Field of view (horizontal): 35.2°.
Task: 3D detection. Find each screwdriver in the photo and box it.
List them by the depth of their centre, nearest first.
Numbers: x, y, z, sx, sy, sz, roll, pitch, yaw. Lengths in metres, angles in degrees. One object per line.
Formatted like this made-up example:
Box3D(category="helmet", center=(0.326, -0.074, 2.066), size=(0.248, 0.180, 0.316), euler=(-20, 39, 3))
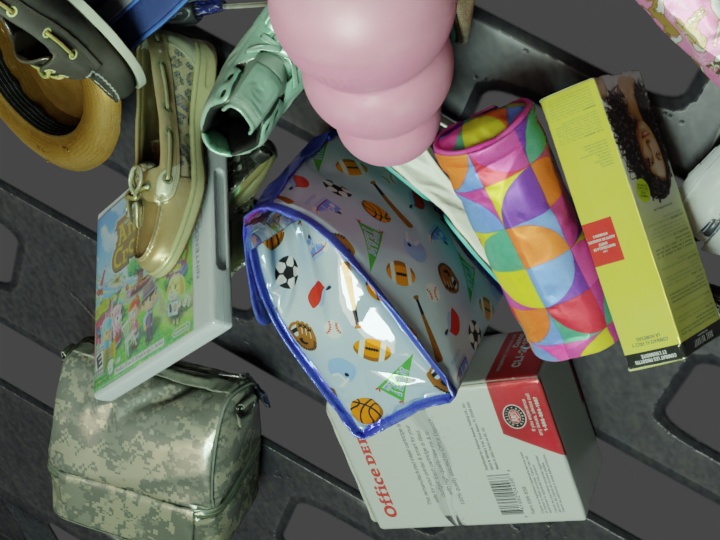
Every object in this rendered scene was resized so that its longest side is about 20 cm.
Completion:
Box3D(category="screwdriver", center=(-0.094, -0.215, 0.904), size=(0.199, 0.028, 0.029), euler=(-4, 88, 19))

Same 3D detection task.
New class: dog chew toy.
Box3D(category="dog chew toy", center=(0.009, -0.148, 0.777), size=(0.124, 0.125, 0.200), euler=(11, 148, 18))

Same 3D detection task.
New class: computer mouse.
Box3D(category="computer mouse", center=(0.261, -0.045, 0.823), size=(0.109, 0.044, 0.201), euler=(31, 126, 7))

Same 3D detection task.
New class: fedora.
Box3D(category="fedora", center=(-0.247, -0.184, 0.939), size=(0.200, 0.082, 0.202), euler=(23, 129, 31))

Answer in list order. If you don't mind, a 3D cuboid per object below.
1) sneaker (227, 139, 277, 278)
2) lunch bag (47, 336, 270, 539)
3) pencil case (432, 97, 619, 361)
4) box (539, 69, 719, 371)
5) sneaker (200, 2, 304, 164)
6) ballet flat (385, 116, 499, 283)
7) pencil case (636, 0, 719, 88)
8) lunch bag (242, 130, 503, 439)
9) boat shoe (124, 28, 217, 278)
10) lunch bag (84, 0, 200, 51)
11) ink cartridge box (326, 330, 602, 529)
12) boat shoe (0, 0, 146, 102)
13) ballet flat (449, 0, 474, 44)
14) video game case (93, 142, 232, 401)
Box3D(category="sneaker", center=(-0.114, -0.036, 1.001), size=(0.088, 0.077, 0.200), euler=(20, 128, -28))
Box3D(category="lunch bag", center=(-0.192, 0.158, 1.089), size=(0.199, 0.139, 0.169), euler=(14, 123, 16))
Box3D(category="pencil case", center=(0.126, -0.027, 0.831), size=(0.088, 0.089, 0.201), euler=(-13, 118, 30))
Box3D(category="box", center=(0.193, -0.037, 0.801), size=(0.050, 0.075, 0.201), euler=(-17, 92, 42))
Box3D(category="sneaker", center=(-0.048, -0.160, 0.843), size=(0.074, 0.119, 0.200), euler=(33, 132, -17))
Box3D(category="ballet flat", center=(0.080, -0.066, 0.888), size=(0.200, 0.069, 0.069), euler=(45, 126, -4))
Box3D(category="pencil case", center=(0.228, -0.187, 0.732), size=(0.200, 0.083, 0.086), euler=(47, 117, -6))
Box3D(category="lunch bag", center=(0.000, 0.000, 0.893), size=(0.123, 0.170, 0.200), euler=(-29, 105, 29))
Box3D(category="boat shoe", center=(-0.162, -0.095, 0.908), size=(0.062, 0.202, 0.073), euler=(14, 162, -33))
Box3D(category="lunch bag", center=(-0.133, -0.262, 0.817), size=(0.132, 0.136, 0.199), euler=(41, 131, -23))
Box3D(category="ink cartridge box", center=(0.090, 0.140, 0.984), size=(0.199, 0.084, 0.145), euler=(-10, 114, 28))
Box3D(category="boat shoe", center=(-0.214, -0.167, 0.767), size=(0.072, 0.061, 0.201), euler=(34, 172, 29))
Box3D(category="ballet flat", center=(0.051, -0.253, 0.783), size=(0.067, 0.068, 0.201), euler=(-31, 121, -2))
Box3D(category="video game case", center=(-0.172, -0.005, 0.964), size=(0.022, 0.183, 0.200), euler=(14, 149, -36))
